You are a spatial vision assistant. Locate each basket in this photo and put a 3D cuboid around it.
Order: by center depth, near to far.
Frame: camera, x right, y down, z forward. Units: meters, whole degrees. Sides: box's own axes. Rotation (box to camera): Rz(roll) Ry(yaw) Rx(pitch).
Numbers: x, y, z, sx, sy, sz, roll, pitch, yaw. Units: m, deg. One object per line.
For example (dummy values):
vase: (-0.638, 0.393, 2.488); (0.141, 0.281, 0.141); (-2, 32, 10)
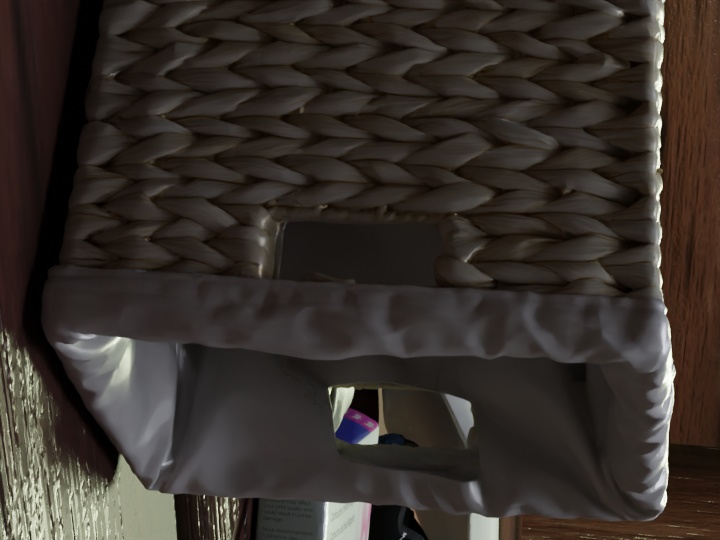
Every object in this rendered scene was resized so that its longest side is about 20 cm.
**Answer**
basket: (0.011, -0.015, 0.894); (0.200, 0.197, 0.161); (76, 18, -68)

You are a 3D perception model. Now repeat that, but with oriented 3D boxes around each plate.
plate: (0.053, 0.107, 1.701); (0.200, 0.032, 0.200); (88, -15, -47)

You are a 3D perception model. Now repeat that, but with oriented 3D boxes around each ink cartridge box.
ink cartridge box: (-0.022, 0.134, 1.375); (0.196, 0.043, 0.201); (-23, 119, -82)

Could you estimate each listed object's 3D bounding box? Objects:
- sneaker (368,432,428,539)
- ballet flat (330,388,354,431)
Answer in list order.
sneaker: (0.028, 0.185, 1.651); (0.071, 0.082, 0.200); (-75, 168, -57)
ballet flat: (-0.032, 0.014, 1.112); (0.200, 0.067, 0.064); (88, 17, -46)
